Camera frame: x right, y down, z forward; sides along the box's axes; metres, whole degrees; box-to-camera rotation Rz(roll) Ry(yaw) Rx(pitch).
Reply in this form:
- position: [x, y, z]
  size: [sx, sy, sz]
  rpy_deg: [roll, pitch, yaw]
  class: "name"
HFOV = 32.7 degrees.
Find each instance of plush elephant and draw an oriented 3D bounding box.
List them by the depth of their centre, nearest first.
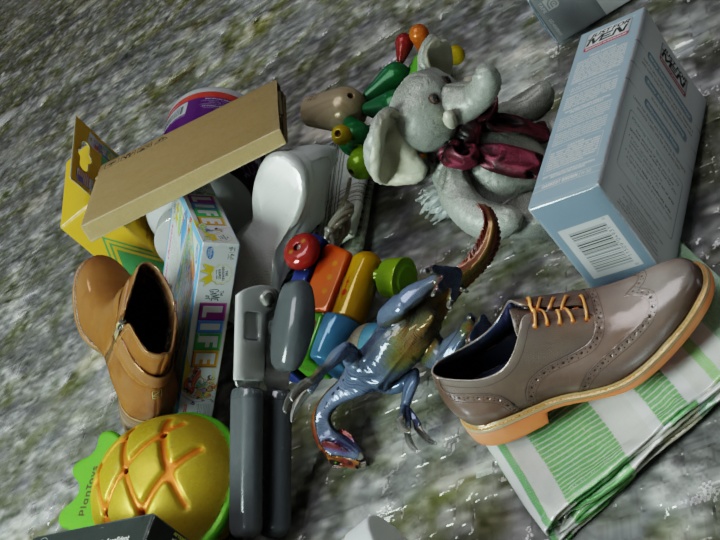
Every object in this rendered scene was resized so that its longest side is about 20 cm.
- position: [0.091, -0.113, 0.999]
  size: [0.199, 0.155, 0.166]
  rpy_deg: [-11, 46, 41]
  class: "plush elephant"

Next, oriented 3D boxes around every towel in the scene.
- position: [0.172, 0.073, 0.831]
  size: [0.200, 0.023, 0.153]
  rpy_deg: [-43, 32, 5]
  class: "towel"
- position: [-0.065, -0.046, 1.219]
  size: [0.191, 0.035, 0.202]
  rpy_deg: [-23, 40, 32]
  class: "towel"

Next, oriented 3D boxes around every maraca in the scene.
- position: [-0.177, 0.185, 1.021]
  size: [0.198, 0.107, 0.138]
  rpy_deg: [-8, 55, 35]
  class: "maraca"

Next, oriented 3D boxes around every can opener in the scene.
- position: [-0.073, 0.107, 0.957]
  size: [0.066, 0.052, 0.203]
  rpy_deg: [-9, 76, 57]
  class: "can opener"

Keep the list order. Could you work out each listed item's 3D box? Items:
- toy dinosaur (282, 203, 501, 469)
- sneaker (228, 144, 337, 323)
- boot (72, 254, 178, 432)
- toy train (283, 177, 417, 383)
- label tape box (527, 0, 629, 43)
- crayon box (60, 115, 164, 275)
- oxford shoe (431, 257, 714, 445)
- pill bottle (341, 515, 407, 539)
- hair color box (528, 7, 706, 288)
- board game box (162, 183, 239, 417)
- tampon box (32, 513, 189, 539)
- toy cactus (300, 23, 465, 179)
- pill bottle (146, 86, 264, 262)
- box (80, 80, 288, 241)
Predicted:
- position: [0.032, 0.073, 0.939]
  size: [0.181, 0.105, 0.200]
  rpy_deg: [-38, 8, 46]
  class: "toy dinosaur"
- position: [-0.073, -0.032, 1.130]
  size: [0.088, 0.075, 0.201]
  rpy_deg: [-31, -22, -51]
  class: "sneaker"
- position: [-0.209, 0.037, 1.093]
  size: [0.156, 0.076, 0.202]
  rpy_deg: [111, 148, -54]
  class: "boot"
- position: [0.000, 0.000, 1.048]
  size: [0.115, 0.085, 0.202]
  rpy_deg: [2, 60, 36]
  class: "toy train"
- position: [0.245, -0.319, 1.133]
  size: [0.199, 0.066, 0.144]
  rpy_deg: [-30, 36, 26]
  class: "label tape box"
- position: [-0.243, -0.052, 1.273]
  size: [0.051, 0.200, 0.126]
  rpy_deg: [-35, 34, 15]
  class: "crayon box"
- position: [0.139, 0.045, 0.812]
  size: [0.199, 0.073, 0.072]
  rpy_deg: [-34, 32, 16]
  class: "oxford shoe"
- position: [-0.042, 0.254, 0.794]
  size: [0.200, 0.112, 0.113]
  rpy_deg: [-41, 33, 7]
  class: "pill bottle"
- position: [0.191, -0.087, 0.891]
  size: [0.060, 0.099, 0.201]
  rpy_deg: [-19, 35, 39]
  class: "hair color box"
- position: [-0.155, 0.036, 1.122]
  size: [0.135, 0.034, 0.202]
  rpy_deg: [-124, 40, -57]
  class: "board game box"
- position: [-0.188, 0.304, 0.894]
  size: [0.149, 0.126, 0.202]
  rpy_deg: [-17, 42, 36]
  class: "tampon box"
- position: [0.010, -0.160, 1.185]
  size: [0.163, 0.102, 0.202]
  rpy_deg: [2, 55, 34]
  class: "toy cactus"
- position: [-0.158, -0.091, 1.258]
  size: [0.112, 0.112, 0.201]
  rpy_deg: [-28, 35, 25]
  class: "pill bottle"
- position: [-0.160, -0.105, 1.134]
  size: [0.198, 0.021, 0.164]
  rpy_deg: [-25, 24, 6]
  class: "box"
